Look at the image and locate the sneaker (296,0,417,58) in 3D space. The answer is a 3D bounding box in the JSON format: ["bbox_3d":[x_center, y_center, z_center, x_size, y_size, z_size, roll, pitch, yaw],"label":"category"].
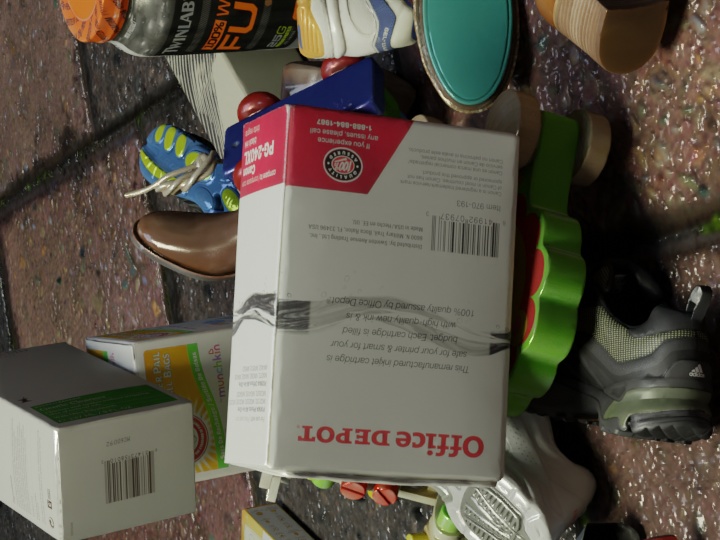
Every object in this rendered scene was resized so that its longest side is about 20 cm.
[{"bbox_3d":[0.007,-0.223,1.240,0.075,0.088,0.200,85,-173,-57],"label":"sneaker"}]

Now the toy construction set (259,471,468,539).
[{"bbox_3d":[0.013,0.145,1.209,0.092,0.200,0.131,-54,17,41],"label":"toy construction set"}]

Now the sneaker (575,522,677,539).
[{"bbox_3d":[0.137,0.199,1.106,0.200,0.075,0.085,-18,76,54],"label":"sneaker"}]

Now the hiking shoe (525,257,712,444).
[{"bbox_3d":[0.145,0.043,1.066,0.200,0.076,0.101,9,87,59],"label":"hiking shoe"}]

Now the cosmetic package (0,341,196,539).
[{"bbox_3d":[-0.208,0.116,1.256,0.200,0.107,0.085,18,113,52],"label":"cosmetic package"}]

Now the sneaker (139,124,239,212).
[{"bbox_3d":[-0.100,-0.058,1.474,0.200,0.083,0.071,39,107,35],"label":"sneaker"}]

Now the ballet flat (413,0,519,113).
[{"bbox_3d":[0.062,-0.198,1.167,0.065,0.070,0.201,103,160,-86],"label":"ballet flat"}]

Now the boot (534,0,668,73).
[{"bbox_3d":[0.132,-0.230,1.010,0.155,0.074,0.200,58,141,44],"label":"boot"}]

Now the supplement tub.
[{"bbox_3d":[-0.115,-0.222,1.323,0.122,0.200,0.123,24,118,58],"label":"supplement tub"}]

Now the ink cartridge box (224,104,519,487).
[{"bbox_3d":[0.006,0.018,1.007,0.083,0.145,0.201,171,104,-66],"label":"ink cartridge box"}]

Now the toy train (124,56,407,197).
[{"bbox_3d":[-0.050,-0.060,1.251,0.200,0.116,0.085,-25,39,21],"label":"toy train"}]

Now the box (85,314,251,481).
[{"bbox_3d":[-0.096,0.092,1.361,0.101,0.200,0.113,1,98,61],"label":"box"}]

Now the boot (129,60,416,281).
[{"bbox_3d":[-0.067,-0.081,1.311,0.064,0.186,0.200,-88,9,-50],"label":"boot"}]

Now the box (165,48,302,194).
[{"bbox_3d":[-0.089,-0.145,1.430,0.200,0.068,0.082,60,144,36],"label":"box"}]

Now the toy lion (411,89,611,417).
[{"bbox_3d":[0.078,-0.005,1.095,0.200,0.068,0.192,-5,74,66],"label":"toy lion"}]

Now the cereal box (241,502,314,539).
[{"bbox_3d":[-0.043,0.300,1.479,0.200,0.039,0.144,35,126,53],"label":"cereal box"}]

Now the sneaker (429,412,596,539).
[{"bbox_3d":[0.068,0.100,1.151,0.200,0.099,0.078,46,132,17],"label":"sneaker"}]
